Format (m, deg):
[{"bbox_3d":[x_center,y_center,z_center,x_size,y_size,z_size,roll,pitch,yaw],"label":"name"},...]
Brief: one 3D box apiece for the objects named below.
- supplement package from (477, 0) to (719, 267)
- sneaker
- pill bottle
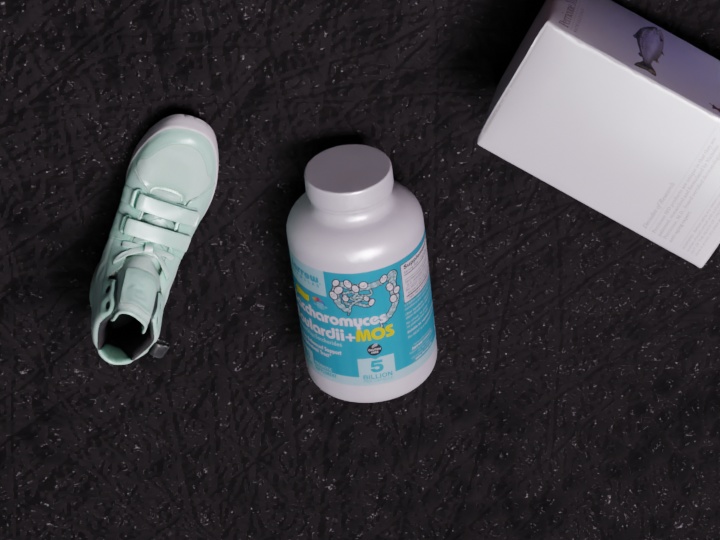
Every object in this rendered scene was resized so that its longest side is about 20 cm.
[{"bbox_3d":[0.206,-0.115,1.701,0.200,0.117,0.117,28,119,-3],"label":"supplement package"},{"bbox_3d":[-0.159,-0.017,1.754,0.074,0.118,0.201,15,121,-16],"label":"sneaker"},{"bbox_3d":[0.000,0.000,1.794,0.111,0.111,0.200,-9,126,-2],"label":"pill bottle"}]
